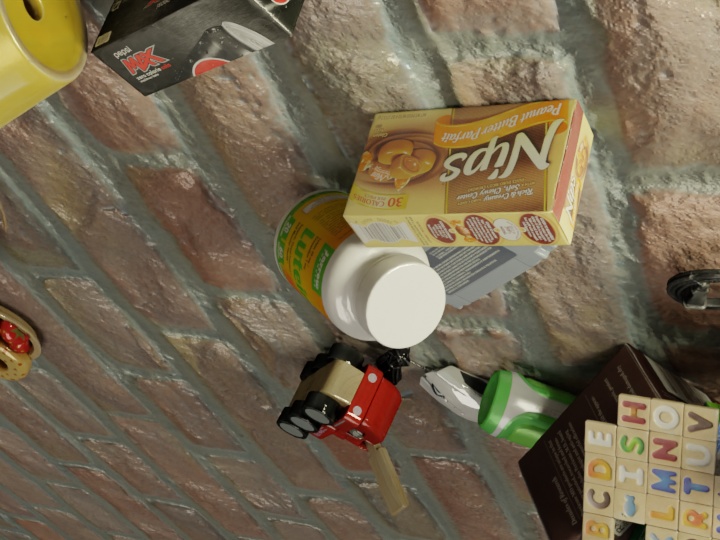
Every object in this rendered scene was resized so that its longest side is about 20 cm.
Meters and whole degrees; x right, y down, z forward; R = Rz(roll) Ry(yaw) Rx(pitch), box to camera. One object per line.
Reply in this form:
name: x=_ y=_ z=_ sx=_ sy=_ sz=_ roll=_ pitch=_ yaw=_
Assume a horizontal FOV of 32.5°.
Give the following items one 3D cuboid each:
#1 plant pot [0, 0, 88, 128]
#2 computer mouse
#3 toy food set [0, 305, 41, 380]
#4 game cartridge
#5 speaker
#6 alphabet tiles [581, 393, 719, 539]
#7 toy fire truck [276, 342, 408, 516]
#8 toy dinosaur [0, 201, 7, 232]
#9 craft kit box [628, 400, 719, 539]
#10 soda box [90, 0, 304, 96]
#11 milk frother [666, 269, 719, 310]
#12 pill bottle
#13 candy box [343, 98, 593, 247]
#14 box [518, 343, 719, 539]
plant pot: x=-0.347 y=-0.198 z=1.062 sx=0.187 sy=0.203 sz=0.201 roll=-15 pitch=141 yaw=21
computer mouse: x=0.113 y=0.152 z=1.567 sx=0.198 sy=0.044 sz=0.110 roll=23 pitch=151 yaw=-10
toy food set: x=-0.576 y=0.094 z=1.856 sx=0.196 sy=0.049 sz=0.200 roll=26 pitch=151 yaw=-16
game cartridge: x=0.096 y=-0.025 z=1.267 sx=0.132 sy=0.042 sz=0.200 roll=31 pitch=150 yaw=-15
speaker: x=0.248 y=0.189 z=1.514 sx=0.198 sy=0.089 sz=0.089 roll=20 pitch=152 yaw=-5
alphabet tiles: x=0.302 y=0.225 z=1.233 sx=0.165 sy=0.008 sz=0.203 roll=7 pitch=107 yaw=28
toy fire truck: x=0.004 y=0.210 z=1.603 sx=0.199 sy=0.130 sz=0.176 roll=31 pitch=156 yaw=-10
toy dinosaur: x=-0.464 y=-0.119 z=1.418 sx=0.199 sy=0.061 sz=0.106 roll=39 pitch=170 yaw=-25
craft kit box: x=0.401 y=0.244 z=1.277 sx=0.195 sy=0.049 sz=0.202 roll=15 pitch=115 yaw=-15
soda box: x=-0.135 y=-0.212 z=1.032 sx=0.199 sy=0.064 sz=0.071 roll=-12 pitch=141 yaw=44
milk frother: x=0.383 y=0.104 z=1.161 sx=0.197 sy=0.190 sz=0.181 roll=3 pitch=140 yaw=19
pill bottle: x=0.000 y=0.000 z=1.193 sx=0.111 sy=0.112 sz=0.200 roll=36 pitch=-179 yaw=-32
candy box: x=0.093 y=-0.082 z=1.076 sx=0.198 sy=0.117 sz=0.055 roll=1 pitch=149 yaw=29
box: x=0.313 y=0.228 z=1.372 sx=0.165 sy=0.165 sz=0.201 roll=30 pitch=110 yaw=-24
